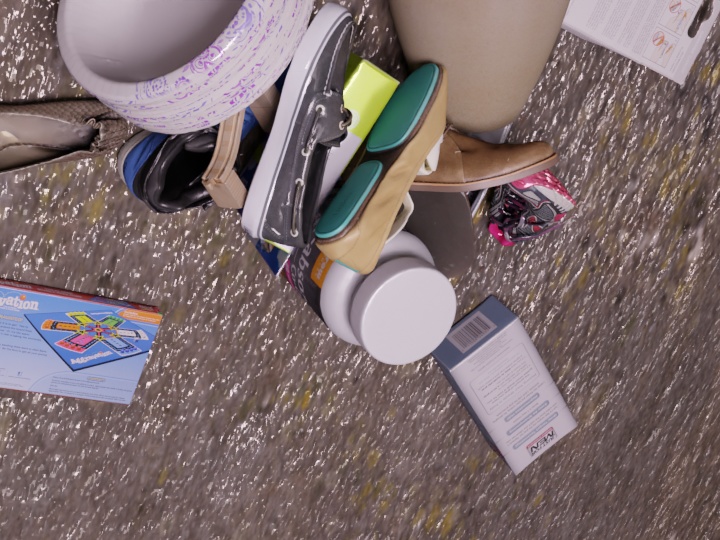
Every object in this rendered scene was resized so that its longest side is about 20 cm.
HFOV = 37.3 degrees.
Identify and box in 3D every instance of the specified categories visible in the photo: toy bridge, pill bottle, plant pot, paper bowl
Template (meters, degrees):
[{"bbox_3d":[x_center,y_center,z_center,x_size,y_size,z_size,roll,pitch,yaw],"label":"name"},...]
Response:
[{"bbox_3d":[-0.082,-0.143,0.890,0.200,0.027,0.067,-64,144,-30],"label":"toy bridge"},{"bbox_3d":[0.000,0.000,0.995,0.116,0.200,0.117,-12,118,-22],"label":"pill bottle"},{"bbox_3d":[0.105,-0.233,0.963,0.187,0.187,0.200,-20,136,-18],"label":"plant pot"},{"bbox_3d":[-0.128,-0.201,0.831,0.201,0.201,0.104,-50,149,3],"label":"paper bowl"}]

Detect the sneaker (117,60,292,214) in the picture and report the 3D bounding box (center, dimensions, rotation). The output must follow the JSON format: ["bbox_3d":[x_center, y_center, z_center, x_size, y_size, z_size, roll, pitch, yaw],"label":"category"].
[{"bbox_3d":[-0.116,-0.125,0.925,0.200,0.111,0.077,-38,126,-6],"label":"sneaker"}]

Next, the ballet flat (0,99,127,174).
[{"bbox_3d":[-0.291,-0.106,0.883,0.200,0.046,0.068,-10,118,-23],"label":"ballet flat"}]

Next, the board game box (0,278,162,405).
[{"bbox_3d":[-0.293,0.065,0.986,0.200,0.019,0.103,13,109,-32],"label":"board game box"}]

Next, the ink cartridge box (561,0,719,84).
[{"bbox_3d":[0.292,-0.300,1.094,0.200,0.050,0.161,15,106,-37],"label":"ink cartridge box"}]

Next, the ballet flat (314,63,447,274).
[{"bbox_3d":[0.028,-0.085,0.907,0.063,0.069,0.200,43,69,-31],"label":"ballet flat"}]

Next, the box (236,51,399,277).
[{"bbox_3d":[-0.053,-0.105,0.961,0.048,0.122,0.200,30,98,-26],"label":"box"}]

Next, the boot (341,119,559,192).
[{"bbox_3d":[0.076,-0.108,0.956,0.199,0.074,0.076,-4,99,13],"label":"boot"}]

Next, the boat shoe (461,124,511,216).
[{"bbox_3d":[0.109,-0.102,1.080,0.072,0.069,0.200,27,100,-35],"label":"boat shoe"}]

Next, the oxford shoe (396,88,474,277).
[{"bbox_3d":[0.063,-0.090,1.035,0.071,0.071,0.200,-19,104,14],"label":"oxford shoe"}]

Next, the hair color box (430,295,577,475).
[{"bbox_3d":[0.168,0.136,1.238,0.099,0.061,0.200,-37,125,-6],"label":"hair color box"}]

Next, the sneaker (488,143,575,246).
[{"bbox_3d":[0.166,-0.065,1.074,0.075,0.081,0.200,-40,165,2],"label":"sneaker"}]

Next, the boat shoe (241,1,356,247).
[{"bbox_3d":[-0.038,-0.114,0.866,0.057,0.069,0.200,22,100,10],"label":"boat shoe"}]
